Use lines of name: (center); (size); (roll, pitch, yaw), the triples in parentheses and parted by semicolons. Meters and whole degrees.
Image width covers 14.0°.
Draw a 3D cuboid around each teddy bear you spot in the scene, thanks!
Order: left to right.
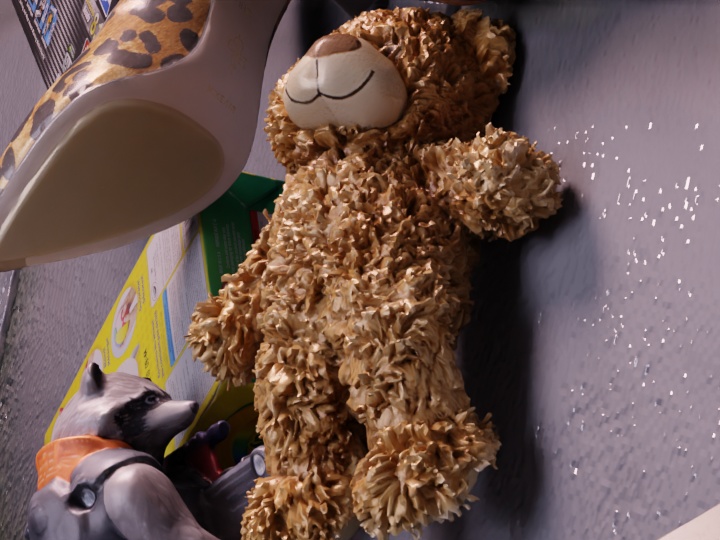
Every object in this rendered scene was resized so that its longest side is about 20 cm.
teddy bear: (0.000, 0.000, 0.943); (0.145, 0.067, 0.200); (-4, 68, 55)

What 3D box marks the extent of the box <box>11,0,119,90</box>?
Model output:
box: (-0.107, -0.162, 1.349); (0.200, 0.044, 0.160); (-119, 44, -58)

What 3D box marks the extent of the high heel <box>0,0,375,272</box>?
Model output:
high heel: (-0.086, -0.083, 1.141); (0.200, 0.071, 0.143); (-39, 31, -1)

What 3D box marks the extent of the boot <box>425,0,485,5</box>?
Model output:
boot: (0.031, -0.189, 0.946); (0.166, 0.072, 0.200); (-13, 91, 64)

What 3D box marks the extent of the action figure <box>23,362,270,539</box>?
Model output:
action figure: (-0.062, 0.113, 1.011); (0.200, 0.105, 0.194); (-45, 50, 41)

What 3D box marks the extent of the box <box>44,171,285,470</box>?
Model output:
box: (-0.079, 0.068, 1.162); (0.200, 0.048, 0.117); (-56, 31, 39)

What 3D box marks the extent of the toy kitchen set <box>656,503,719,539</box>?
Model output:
toy kitchen set: (0.145, 0.004, 0.481); (0.200, 0.163, 0.181); (-130, 54, -63)
